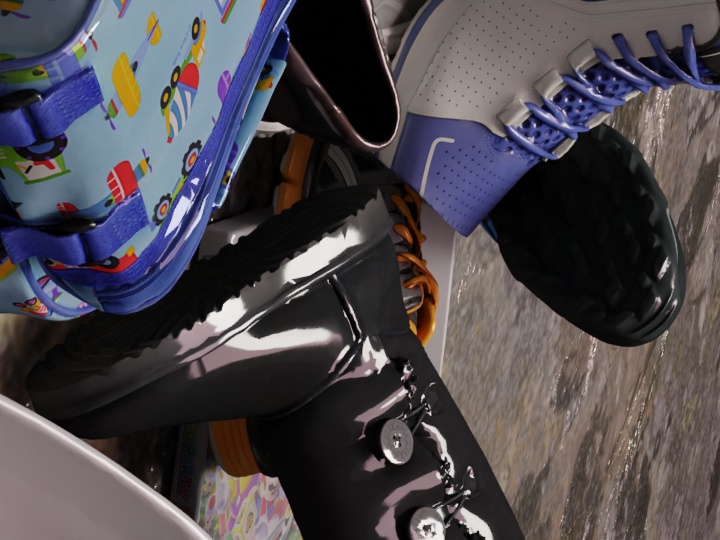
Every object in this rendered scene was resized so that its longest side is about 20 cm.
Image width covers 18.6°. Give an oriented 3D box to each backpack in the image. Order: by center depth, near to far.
[{"bbox_3d":[-0.089,-0.067,0.612,0.200,0.134,0.183,77,32,-57],"label":"backpack"}]

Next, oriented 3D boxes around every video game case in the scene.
[{"bbox_3d":[-0.047,0.070,0.989,0.143,0.018,0.201,-22,122,-67],"label":"video game case"}]

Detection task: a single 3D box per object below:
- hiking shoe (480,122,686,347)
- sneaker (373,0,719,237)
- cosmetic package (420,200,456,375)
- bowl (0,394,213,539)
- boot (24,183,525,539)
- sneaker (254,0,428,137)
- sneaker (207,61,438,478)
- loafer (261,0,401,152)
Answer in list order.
[{"bbox_3d":[0.094,-0.026,0.961,0.074,0.200,0.087,-41,130,6],"label":"hiking shoe"},{"bbox_3d":[0.099,-0.093,0.875,0.200,0.115,0.081,-55,145,5],"label":"sneaker"},{"bbox_3d":[0.014,0.048,1.074,0.083,0.051,0.200,-80,175,-71],"label":"cosmetic package"},{"bbox_3d":[-0.143,0.125,0.575,0.200,0.075,0.200,35,66,-36],"label":"bowl"},{"bbox_3d":[-0.020,0.091,0.834,0.165,0.066,0.200,-30,110,-29],"label":"boot"},{"bbox_3d":[-0.010,-0.123,0.876,0.200,0.074,0.079,-49,157,-54],"label":"sneaker"},{"bbox_3d":[0.000,0.000,0.939,0.078,0.077,0.200,53,50,-63],"label":"sneaker"},{"bbox_3d":[-0.025,-0.115,0.721,0.072,0.063,0.200,-43,145,-19],"label":"loafer"}]
